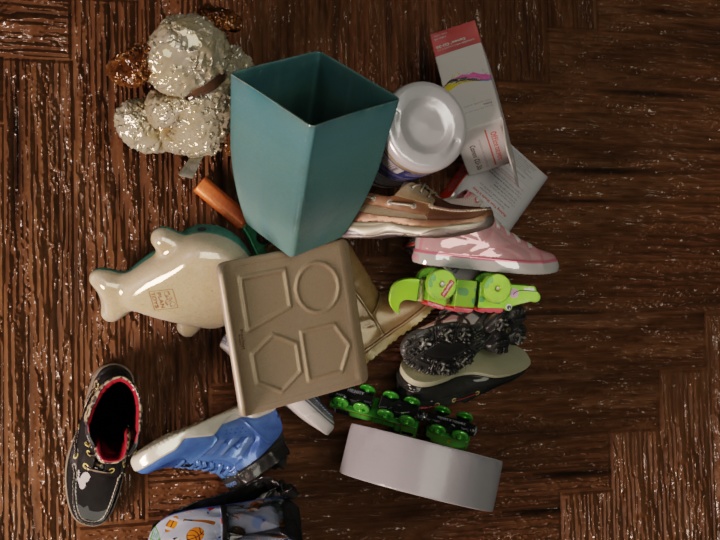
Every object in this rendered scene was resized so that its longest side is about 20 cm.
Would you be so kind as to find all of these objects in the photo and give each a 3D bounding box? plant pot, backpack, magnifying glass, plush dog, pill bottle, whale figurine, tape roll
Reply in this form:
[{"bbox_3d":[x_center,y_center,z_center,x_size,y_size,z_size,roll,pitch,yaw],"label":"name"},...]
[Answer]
[{"bbox_3d":[-0.068,-0.130,1.258,0.141,0.141,0.200,-24,138,-40],"label":"plant pot"},{"bbox_3d":[-0.163,0.369,1.272,0.190,0.154,0.200,-2,119,0],"label":"backpack"},{"bbox_3d":[-0.134,-0.048,1.388,0.200,0.022,0.080,41,75,-13],"label":"magnifying glass"},{"bbox_3d":[-0.203,-0.227,1.276,0.200,0.160,0.172,-34,138,-15],"label":"plush dog"},{"bbox_3d":[0.047,-0.166,1.353,0.111,0.200,0.111,1,86,-20],"label":"pill bottle"},{"bbox_3d":[-0.230,0.007,1.322,0.199,0.104,0.159,-10,123,3],"label":"whale figurine"},{"bbox_3d":[0.077,0.248,1.338,0.200,0.200,0.066,16,82,-15],"label":"tape roll"}]

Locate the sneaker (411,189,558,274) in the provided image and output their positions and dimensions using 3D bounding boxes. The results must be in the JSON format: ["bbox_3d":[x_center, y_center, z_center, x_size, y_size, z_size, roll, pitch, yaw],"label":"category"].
[{"bbox_3d":[0.170,-0.050,1.386,0.200,0.075,0.105,6,90,-11],"label":"sneaker"}]

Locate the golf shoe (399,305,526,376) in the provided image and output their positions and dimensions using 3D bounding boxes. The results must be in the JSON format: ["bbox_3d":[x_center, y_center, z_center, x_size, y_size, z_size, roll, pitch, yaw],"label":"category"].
[{"bbox_3d":[0.125,0.082,1.414,0.200,0.094,0.078,-10,116,-31],"label":"golf shoe"}]

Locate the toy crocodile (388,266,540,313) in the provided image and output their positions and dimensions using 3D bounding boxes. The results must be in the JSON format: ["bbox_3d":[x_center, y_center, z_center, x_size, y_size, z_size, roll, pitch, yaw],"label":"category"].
[{"bbox_3d":[0.134,0.030,1.368,0.199,0.067,0.062,4,92,-14],"label":"toy crocodile"}]

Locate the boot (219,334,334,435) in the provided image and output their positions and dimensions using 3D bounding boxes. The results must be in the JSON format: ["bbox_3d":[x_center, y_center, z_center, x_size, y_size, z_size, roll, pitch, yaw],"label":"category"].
[{"bbox_3d":[-0.082,0.121,1.348,0.090,0.073,0.200,-51,120,-13],"label":"boot"}]

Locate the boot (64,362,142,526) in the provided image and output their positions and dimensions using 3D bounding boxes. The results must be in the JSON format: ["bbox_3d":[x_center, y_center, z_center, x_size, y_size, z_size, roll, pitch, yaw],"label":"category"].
[{"bbox_3d":[-0.302,0.209,1.250,0.073,0.151,0.201,14,82,-16],"label":"boot"}]

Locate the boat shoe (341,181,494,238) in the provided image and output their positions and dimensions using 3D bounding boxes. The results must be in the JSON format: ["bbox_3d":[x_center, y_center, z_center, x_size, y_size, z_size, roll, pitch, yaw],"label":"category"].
[{"bbox_3d":[0.066,-0.076,1.317,0.199,0.076,0.072,0,90,13],"label":"boat shoe"}]

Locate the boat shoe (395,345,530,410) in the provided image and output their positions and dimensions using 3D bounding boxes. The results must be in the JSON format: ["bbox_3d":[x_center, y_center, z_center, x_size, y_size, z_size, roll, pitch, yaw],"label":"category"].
[{"bbox_3d":[0.138,0.141,1.439,0.201,0.074,0.063,-9,132,-26],"label":"boat shoe"}]

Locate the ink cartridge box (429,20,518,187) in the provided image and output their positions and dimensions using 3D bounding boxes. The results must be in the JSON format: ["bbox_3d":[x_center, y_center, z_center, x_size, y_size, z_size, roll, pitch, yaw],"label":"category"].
[{"bbox_3d":[0.151,-0.209,1.391,0.067,0.117,0.200,-16,63,11],"label":"ink cartridge box"}]

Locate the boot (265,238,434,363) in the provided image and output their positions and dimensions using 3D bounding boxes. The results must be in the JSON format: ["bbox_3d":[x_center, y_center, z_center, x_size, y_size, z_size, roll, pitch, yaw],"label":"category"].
[{"bbox_3d":[0.000,0.000,1.390,0.175,0.066,0.200,-39,101,-22],"label":"boot"}]

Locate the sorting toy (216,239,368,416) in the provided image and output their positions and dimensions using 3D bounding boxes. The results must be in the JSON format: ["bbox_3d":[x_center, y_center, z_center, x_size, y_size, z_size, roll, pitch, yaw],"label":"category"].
[{"bbox_3d":[-0.083,0.067,1.298,0.200,0.036,0.186,-12,96,-37],"label":"sorting toy"}]

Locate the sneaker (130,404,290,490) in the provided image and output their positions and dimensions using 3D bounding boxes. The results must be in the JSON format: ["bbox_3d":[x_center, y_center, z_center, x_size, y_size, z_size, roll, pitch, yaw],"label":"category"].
[{"bbox_3d":[-0.178,0.238,1.313,0.200,0.077,0.111,-20,88,-35],"label":"sneaker"}]

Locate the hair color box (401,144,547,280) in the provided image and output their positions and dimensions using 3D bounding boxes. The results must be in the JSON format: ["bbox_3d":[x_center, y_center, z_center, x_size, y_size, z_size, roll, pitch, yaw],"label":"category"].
[{"bbox_3d":[0.157,-0.080,1.456,0.101,0.061,0.200,40,76,-11],"label":"hair color box"}]

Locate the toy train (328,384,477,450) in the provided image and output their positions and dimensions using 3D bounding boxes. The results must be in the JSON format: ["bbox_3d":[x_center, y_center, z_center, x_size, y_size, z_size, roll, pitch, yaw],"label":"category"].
[{"bbox_3d":[0.053,0.189,1.383,0.199,0.056,0.042,15,54,8],"label":"toy train"}]
